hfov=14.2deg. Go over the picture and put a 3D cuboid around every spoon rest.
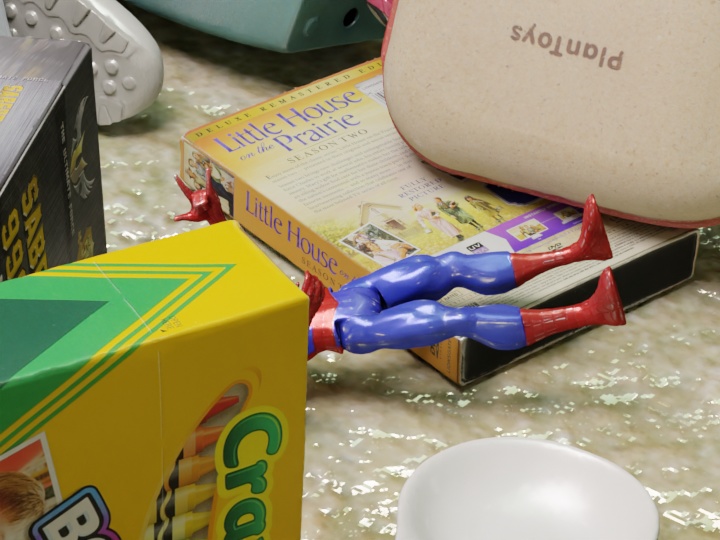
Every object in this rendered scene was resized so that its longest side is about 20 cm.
[{"bbox_3d":[0.041,0.117,1.068,0.099,0.061,0.200,19,38,22],"label":"spoon rest"}]

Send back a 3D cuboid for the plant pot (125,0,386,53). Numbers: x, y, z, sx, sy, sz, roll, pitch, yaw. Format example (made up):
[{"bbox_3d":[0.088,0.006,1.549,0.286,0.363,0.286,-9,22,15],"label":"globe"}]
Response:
[{"bbox_3d":[-0.063,-0.199,1.446,0.200,0.142,0.141,37,31,28],"label":"plant pot"}]

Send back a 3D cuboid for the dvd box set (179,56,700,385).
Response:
[{"bbox_3d":[0.033,-0.030,1.310,0.146,0.030,0.200,-24,43,-34],"label":"dvd box set"}]

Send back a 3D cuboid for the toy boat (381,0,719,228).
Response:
[{"bbox_3d":[0.115,-0.094,1.305,0.199,0.131,0.131,16,6,15],"label":"toy boat"}]

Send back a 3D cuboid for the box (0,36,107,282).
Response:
[{"bbox_3d":[-0.134,0.040,1.043,0.048,0.201,0.159,6,32,11],"label":"box"}]

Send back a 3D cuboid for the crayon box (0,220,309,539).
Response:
[{"bbox_3d":[-0.106,0.099,0.955,0.172,0.201,0.058,-15,38,-25],"label":"crayon box"}]

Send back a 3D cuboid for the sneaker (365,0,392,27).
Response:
[{"bbox_3d":[0.063,-0.139,1.427,0.074,0.081,0.199,11,10,36],"label":"sneaker"}]

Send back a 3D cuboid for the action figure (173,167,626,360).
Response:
[{"bbox_3d":[0.000,0.000,1.179,0.199,0.099,0.065,-15,45,7],"label":"action figure"}]

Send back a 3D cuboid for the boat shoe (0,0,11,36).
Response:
[{"bbox_3d":[-0.184,-0.070,1.323,0.072,0.062,0.201,1,51,-17],"label":"boat shoe"}]

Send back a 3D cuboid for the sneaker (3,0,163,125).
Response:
[{"bbox_3d":[-0.168,-0.132,1.416,0.199,0.077,0.080,25,28,26],"label":"sneaker"}]
